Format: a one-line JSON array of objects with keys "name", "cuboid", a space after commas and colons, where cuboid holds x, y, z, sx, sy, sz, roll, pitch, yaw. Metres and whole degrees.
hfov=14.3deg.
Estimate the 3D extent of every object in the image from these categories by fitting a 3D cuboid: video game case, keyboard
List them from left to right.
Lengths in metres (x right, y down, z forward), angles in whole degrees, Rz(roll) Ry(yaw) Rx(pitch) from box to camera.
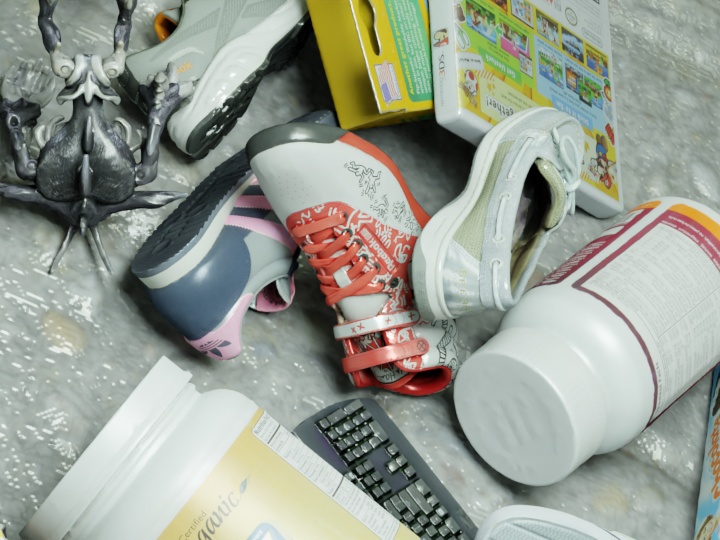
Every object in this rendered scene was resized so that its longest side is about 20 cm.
[{"name": "keyboard", "cuboid": [0.024, 0.168, 1.645, 0.127, 0.021, 0.200, -31, 77, -41]}, {"name": "video game case", "cuboid": [0.104, -0.146, 1.823, 0.200, 0.023, 0.183, 27, 54, -51]}]

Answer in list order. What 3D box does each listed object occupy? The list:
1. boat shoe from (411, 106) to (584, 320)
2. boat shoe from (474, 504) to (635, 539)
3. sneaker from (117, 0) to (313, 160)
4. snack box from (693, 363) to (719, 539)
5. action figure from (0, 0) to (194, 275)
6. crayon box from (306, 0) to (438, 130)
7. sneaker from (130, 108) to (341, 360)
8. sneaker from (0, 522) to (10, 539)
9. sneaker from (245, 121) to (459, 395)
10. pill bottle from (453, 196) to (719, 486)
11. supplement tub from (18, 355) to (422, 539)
[{"name": "boat shoe", "cuboid": [0.095, -0.033, 1.698, 0.065, 0.075, 0.202, 4, 29, 26]}, {"name": "boat shoe", "cuboid": [0.145, 0.191, 1.676, 0.200, 0.074, 0.067, 33, 9, -19]}, {"name": "sneaker", "cuboid": [-0.075, -0.153, 1.770, 0.079, 0.074, 0.200, 36, 47, 6]}, {"name": "snack box", "cuboid": [0.250, 0.090, 1.745, 0.037, 0.116, 0.200, 25, 40, -9]}, {"name": "action figure", "cuboid": [-0.154, -0.103, 1.658, 0.118, 0.201, 0.102, 4, 15, 0]}, {"name": "crayon box", "cuboid": [0.025, -0.156, 1.773, 0.200, 0.051, 0.126, -12, 87, -60]}, {"name": "sneaker", "cuboid": [-0.060, -0.022, 1.705, 0.082, 0.070, 0.200, 58, 45, -15]}, {"name": "sneaker", "cuboid": [-0.206, 0.197, 1.466, 0.090, 0.070, 0.200, -18, 68, -25]}, {"name": "sneaker", "cuboid": [0.001, 0.000, 1.664, 0.201, 0.067, 0.108, 41, 41, -51]}, {"name": "pill bottle", "cuboid": [0.150, 0.043, 1.742, 0.110, 0.110, 0.200, 48, 49, 7]}, {"name": "supplement tub", "cuboid": [-0.065, 0.155, 1.517, 0.200, 0.145, 0.145, 39, 48, -2]}]
